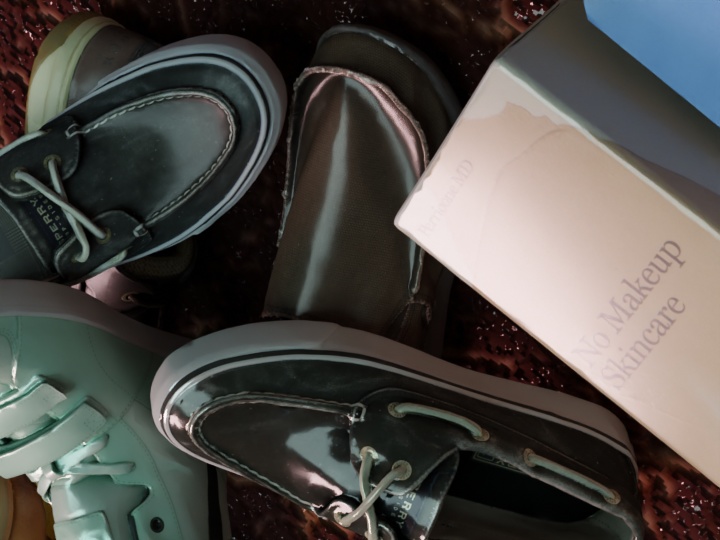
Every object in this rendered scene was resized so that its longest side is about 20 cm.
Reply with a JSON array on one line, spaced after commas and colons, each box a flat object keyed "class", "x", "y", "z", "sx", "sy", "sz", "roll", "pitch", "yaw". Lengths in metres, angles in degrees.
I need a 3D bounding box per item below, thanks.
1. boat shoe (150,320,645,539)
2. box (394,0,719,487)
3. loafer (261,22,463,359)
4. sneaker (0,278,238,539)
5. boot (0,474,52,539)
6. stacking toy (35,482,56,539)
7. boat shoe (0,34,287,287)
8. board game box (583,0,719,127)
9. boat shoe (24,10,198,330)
[{"class": "boat shoe", "x": 0.017, "y": 0.072, "z": 0.802, "sx": 0.200, "sy": 0.064, "sz": 0.071, "roll": 11, "pitch": 124, "yaw": -11}, {"class": "box", "x": 0.122, "y": 0.000, "z": 0.742, "sx": 0.200, "sy": 0.078, "sz": 0.095, "roll": 38, "pitch": 131, "yaw": 8}, {"class": "loafer", "x": 0.000, "y": 0.000, "z": 0.826, "sx": 0.073, "sy": 0.071, "sz": 0.200, "roll": 14, "pitch": 124, "yaw": 25}, {"class": "sneaker", "x": -0.118, "y": 0.075, "z": 0.811, "sx": 0.074, "sy": 0.200, "sz": 0.118, "roll": -24, "pitch": 63, "yaw": 34}, {"class": "boot", "x": -0.112, "y": 0.152, "z": 0.946, "sx": 0.154, "sy": 0.074, "sz": 0.200, "roll": -1, "pitch": 140, "yaw": -14}, {"class": "stacking toy", "x": -0.186, "y": 0.106, "z": 0.993, "sx": 0.200, "sy": 0.146, "sz": 0.146, "roll": -14, "pitch": 109, "yaw": 21}, {"class": "boat shoe", "x": -0.116, "y": -0.021, "z": 0.813, "sx": 0.200, "sy": 0.071, "sz": 0.072, "roll": -32, "pitch": 98, "yaw": 22}, {"class": "board game box", "x": 0.174, "y": -0.104, "z": 0.677, "sx": 0.200, "sy": 0.039, "sz": 0.158, "roll": 39, "pitch": 125, "yaw": 4}, {"class": "boat shoe", "x": -0.105, "y": -0.009, "z": 0.888, "sx": 0.065, "sy": 0.073, "sz": 0.200, "roll": 20, "pitch": 126, "yaw": 29}]
